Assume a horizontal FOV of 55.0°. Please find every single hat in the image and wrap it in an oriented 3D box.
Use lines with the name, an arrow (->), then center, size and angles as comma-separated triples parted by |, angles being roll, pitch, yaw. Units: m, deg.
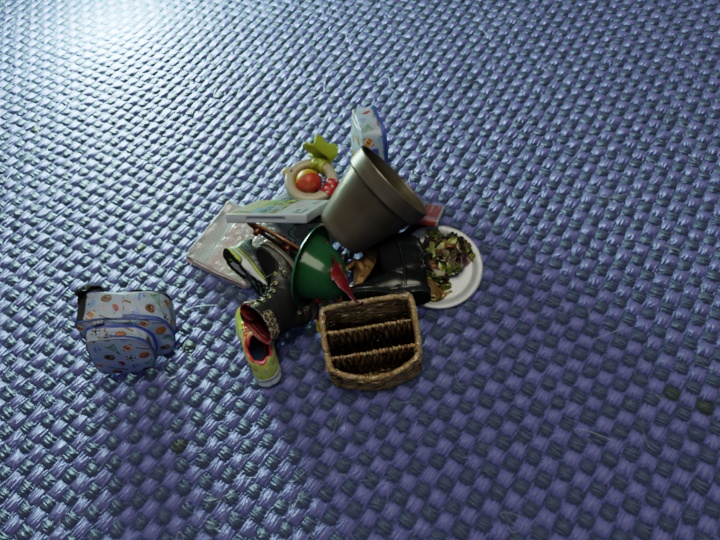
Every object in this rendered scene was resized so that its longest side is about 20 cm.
hat -> -0.030, 0.019, 1.384 | 0.175, 0.166, 0.200 | 14, 52, 19

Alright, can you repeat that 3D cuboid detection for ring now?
ring -> -0.166, -0.050, 1.530 | 0.200, 0.200, 0.019 | 28, 83, 23

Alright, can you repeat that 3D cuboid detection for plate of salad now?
plate of salad -> 0.172, -0.014, 1.535 | 0.199, 0.048, 0.201 | -2, 68, 4

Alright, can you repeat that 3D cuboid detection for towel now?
towel -> -0.290, -0.067, 1.648 | 0.190, 0.032, 0.200 | 22, 61, 19

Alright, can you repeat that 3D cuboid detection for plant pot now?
plant pot -> 0.015, -0.135, 1.483 | 0.174, 0.200, 0.200 | -44, 56, 16

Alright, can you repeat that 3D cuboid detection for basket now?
basket -> 0.023, 0.151, 1.392 | 0.199, 0.149, 0.143 | -7, 54, -1

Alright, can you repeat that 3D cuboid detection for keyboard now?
keyboard -> 0.082, -0.046, 1.599 | 0.199, 0.040, 0.104 | -31, 71, -9

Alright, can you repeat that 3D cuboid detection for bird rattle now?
bird rattle -> -0.100, -0.213, 1.677 | 0.162, 0.113, 0.201 | -21, 72, -7

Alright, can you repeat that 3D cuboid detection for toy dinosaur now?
toy dinosaur -> 0.000, 0.000, 1.531 | 0.106, 0.060, 0.201 | 19, 71, 16

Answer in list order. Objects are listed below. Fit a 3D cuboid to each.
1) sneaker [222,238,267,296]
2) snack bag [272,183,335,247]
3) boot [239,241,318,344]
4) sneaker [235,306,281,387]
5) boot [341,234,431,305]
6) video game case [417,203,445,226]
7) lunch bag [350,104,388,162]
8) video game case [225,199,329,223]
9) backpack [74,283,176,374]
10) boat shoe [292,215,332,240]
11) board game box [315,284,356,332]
sneaker -> -0.214, 0.002, 1.550 | 0.200, 0.074, 0.081 | 44, 61, 8
snack bag -> -0.115, -0.132, 1.666 | 0.188, 0.021, 0.200 | -37, 66, -28
boot -> -0.190, 0.047, 1.440 | 0.150, 0.073, 0.201 | -34, 93, -47
sneaker -> -0.219, 0.142, 1.459 | 0.078, 0.090, 0.200 | -24, 55, -9
boot -> 0.056, 0.003, 1.461 | 0.197, 0.074, 0.163 | -6, 49, 1
video game case -> 0.092, -0.140, 1.620 | 0.199, 0.018, 0.143 | 8, 20, 11
lunch bag -> 0.027, -0.282, 1.667 | 0.075, 0.201, 0.161 | -14, 41, -6
video game case -> -0.177, -0.132, 1.539 | 0.181, 0.023, 0.200 | 1, 15, 13
backpack -> -0.482, 0.122, 1.448 | 0.189, 0.200, 0.155 | -10, 59, -10
boat shoe -> -0.059, -0.114, 1.604 | 0.199, 0.073, 0.062 | -4, 59, -5
board game box -> 0.000, 0.078, 1.490 | 0.199, 0.030, 0.096 | -6, 82, -1
